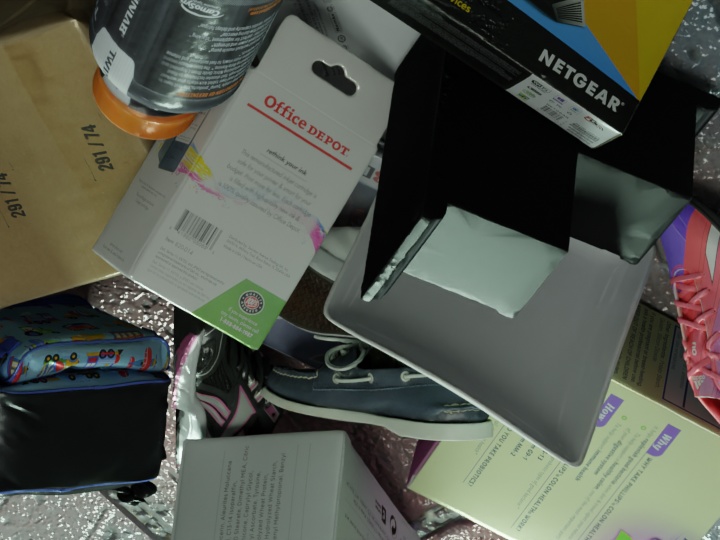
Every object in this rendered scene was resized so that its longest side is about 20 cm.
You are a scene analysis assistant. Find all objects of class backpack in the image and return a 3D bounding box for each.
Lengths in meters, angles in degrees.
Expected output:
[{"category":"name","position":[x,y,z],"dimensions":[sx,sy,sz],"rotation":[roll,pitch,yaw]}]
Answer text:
[{"category":"backpack","position":[-0.255,0.085,1.867],"dimensions":[0.200,0.182,0.135],"rotation":[23,108,47]}]

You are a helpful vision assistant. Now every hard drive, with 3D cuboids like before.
[{"category":"hard drive","position":[0.018,-0.181,1.681],"dimensions":[0.199,0.027,0.132],"rotation":[-9,124,21]}]

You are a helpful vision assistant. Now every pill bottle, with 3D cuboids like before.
[{"category":"pill bottle","position":[-0.104,-0.169,1.583],"dimensions":[0.106,0.107,0.200],"rotation":[25,135,-5]}]

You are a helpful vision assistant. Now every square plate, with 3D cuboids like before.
[{"category":"square plate","position":[0.086,0.009,1.705],"dimensions":[0.199,0.199,0.028],"rotation":[31,144,-10]}]

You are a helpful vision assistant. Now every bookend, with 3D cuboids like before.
[{"category":"bookend","position":[0.118,-0.049,1.623],"dimensions":[0.199,0.199,0.092],"rotation":[21,139,-14]}]

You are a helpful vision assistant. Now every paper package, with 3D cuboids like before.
[{"category":"paper package","position":[-0.209,-0.094,1.758],"dimensions":[0.190,0.104,0.201],"rotation":[-15,121,22]}]

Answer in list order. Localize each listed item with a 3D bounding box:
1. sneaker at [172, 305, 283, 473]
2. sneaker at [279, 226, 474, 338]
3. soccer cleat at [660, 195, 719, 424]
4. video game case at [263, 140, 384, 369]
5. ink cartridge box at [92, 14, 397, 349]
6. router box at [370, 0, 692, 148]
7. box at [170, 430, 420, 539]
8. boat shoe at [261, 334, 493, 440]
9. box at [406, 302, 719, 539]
[{"category":"sneaker","position":[-0.094,0.077,1.874],"dimensions":[0.086,0.081,0.200],"rotation":[-1,150,-3]},{"category":"sneaker","position":[0.000,0.000,1.777],"dimensions":[0.199,0.085,0.073],"rotation":[20,137,27]},{"category":"soccer cleat","position":[0.242,0.045,1.722],"dimensions":[0.201,0.073,0.068],"rotation":[63,162,-1]},{"category":"video game case","position":[-0.007,-0.007,1.822],"dimensions":[0.181,0.023,0.200],"rotation":[26,129,-5]},{"category":"ink cartridge box","position":[-0.072,-0.066,1.694],"dimensions":[0.117,0.067,0.201],"rotation":[31,91,-33]},{"category":"router box","position":[0.103,-0.192,1.574],"dimensions":[0.199,0.150,0.051],"rotation":[32,163,-11]},{"category":"box","position":[-0.049,0.248,1.877],"dimensions":[0.130,0.201,0.199],"rotation":[-5,150,17]},{"category":"boat shoe","position":[0.010,0.078,1.785],"dimensions":[0.199,0.075,0.062],"rotation":[7,95,47]},{"category":"box","position":[0.164,0.114,1.823],"dimensions":[0.199,0.097,0.176],"rotation":[28,128,-6]}]
